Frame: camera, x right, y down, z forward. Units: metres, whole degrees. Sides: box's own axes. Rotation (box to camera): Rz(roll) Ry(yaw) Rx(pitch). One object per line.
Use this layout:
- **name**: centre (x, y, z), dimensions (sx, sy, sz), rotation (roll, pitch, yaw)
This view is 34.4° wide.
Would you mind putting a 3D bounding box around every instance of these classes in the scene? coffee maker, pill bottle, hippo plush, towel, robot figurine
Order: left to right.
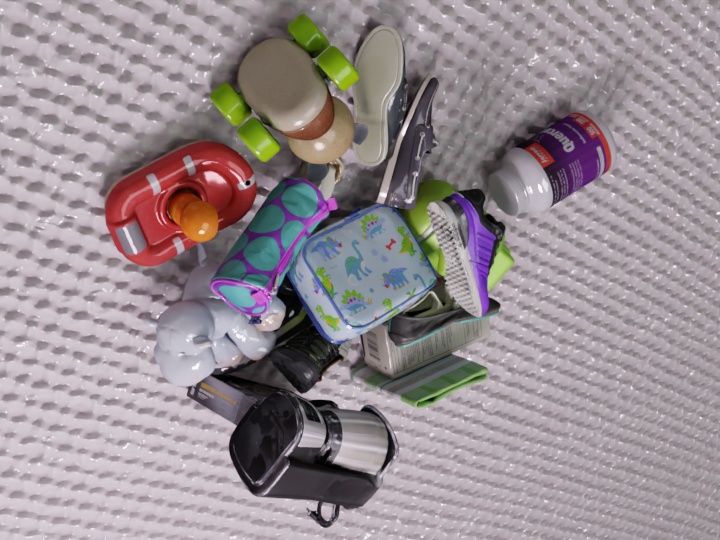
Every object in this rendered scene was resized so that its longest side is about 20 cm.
- **hippo plush**: centre (-0.196, 0.073, 1.559), dimensions (0.161, 0.159, 0.200), rotation (-60, 163, -59)
- **coffee maker**: centre (-0.072, 0.268, 1.602), dimensions (0.200, 0.135, 0.193), rotation (17, 93, -43)
- **towel**: centre (0.091, 0.169, 1.852), dimensions (0.149, 0.200, 0.031), rotation (-22, 111, -26)
- **robot figurine**: centre (0.137, -0.057, 1.765), dimensions (0.200, 0.176, 0.116), rotation (38, 106, -14)
- **pill bottle**: centre (0.305, -0.167, 1.864), dimensions (0.200, 0.112, 0.113), rotation (-31, 132, -19)

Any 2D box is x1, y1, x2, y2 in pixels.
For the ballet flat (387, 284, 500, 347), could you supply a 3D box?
- **ballet flat**: centre (0.131, 0.059, 1.795), dimensions (0.200, 0.068, 0.069), rotation (-18, 105, -27)

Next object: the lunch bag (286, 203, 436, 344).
- **lunch bag**: centre (0.000, 0.000, 1.672), dimensions (0.200, 0.161, 0.082), rotation (-29, 174, -37)

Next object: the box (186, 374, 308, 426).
- **box**: centre (-0.134, 0.206, 1.727), dimensions (0.200, 0.158, 0.048), rotation (20, 89, -43)

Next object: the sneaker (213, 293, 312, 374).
- **sneaker**: centre (-0.152, 0.075, 1.714), dimensions (0.200, 0.072, 0.083), rotation (-33, 105, -15)

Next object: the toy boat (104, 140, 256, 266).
- **toy boat**: centre (-0.220, -0.078, 1.496), dimensions (0.200, 0.131, 0.131), rotation (-31, 128, -18)

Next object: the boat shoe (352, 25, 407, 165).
- **boat shoe**: centre (0.034, -0.250, 1.637), dimensions (0.066, 0.074, 0.200), rotation (-37, 134, -56)

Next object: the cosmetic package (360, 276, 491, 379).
- **cosmetic package**: centre (0.103, 0.085, 1.877), dimensions (0.200, 0.087, 0.104), rotation (-20, 114, -26)

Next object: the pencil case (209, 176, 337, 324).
- **pencil case**: centre (-0.114, -0.031, 1.533), dimensions (0.200, 0.092, 0.085), rotation (-61, 147, -34)

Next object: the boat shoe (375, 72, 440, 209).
- **boat shoe**: centre (0.082, -0.184, 1.685), dimensions (0.063, 0.073, 0.200), rotation (20, 93, -3)

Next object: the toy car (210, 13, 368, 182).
- **toy car**: centre (-0.066, -0.202, 1.535), dimensions (0.164, 0.158, 0.200), rotation (-41, 143, 4)

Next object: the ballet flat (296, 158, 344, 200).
- **ballet flat**: centre (-0.084, -0.086, 1.647), dimensions (0.069, 0.069, 0.200), rotation (22, 103, -44)

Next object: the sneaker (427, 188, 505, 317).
- **sneaker**: centre (0.169, -0.028, 1.662), dimensions (0.099, 0.070, 0.200), rotation (-30, 123, -20)

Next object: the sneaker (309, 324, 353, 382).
- **sneaker**: centre (-0.025, 0.088, 1.792), dimensions (0.073, 0.085, 0.200), rotation (34, 92, -43)

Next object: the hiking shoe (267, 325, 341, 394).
- **hiking shoe**: centre (-0.073, 0.113, 1.655), dimensions (0.101, 0.200, 0.076), rotation (-43, 97, -4)

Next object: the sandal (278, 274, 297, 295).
- **sandal**: centre (-0.051, -0.009, 1.729), dimensions (0.200, 0.075, 0.048), rotation (-14, 164, -34)
